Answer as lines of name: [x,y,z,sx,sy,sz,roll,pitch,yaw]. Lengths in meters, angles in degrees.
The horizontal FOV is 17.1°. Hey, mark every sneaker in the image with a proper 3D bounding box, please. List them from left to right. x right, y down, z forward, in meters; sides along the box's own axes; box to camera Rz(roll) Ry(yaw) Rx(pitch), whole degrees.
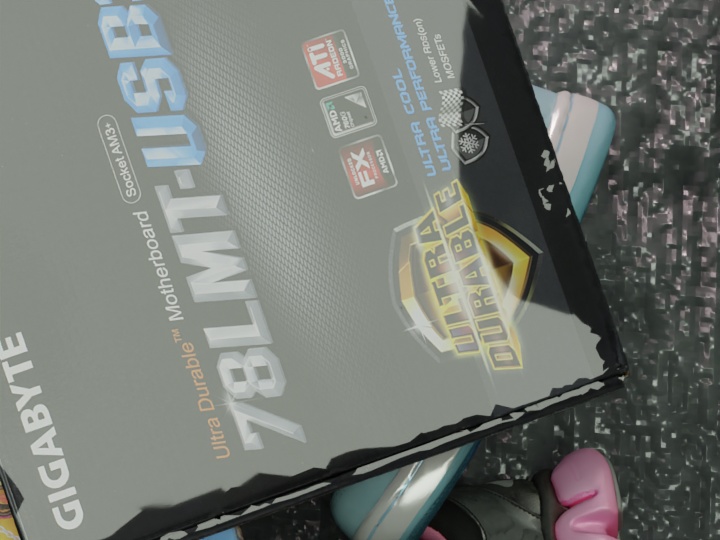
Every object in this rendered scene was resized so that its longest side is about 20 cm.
sneaker: [0.000,0.000,0.849,0.130,0.080,0.200,25,57,1]
sneaker: [0.052,0.158,0.825,0.095,0.079,0.200,-4,57,1]

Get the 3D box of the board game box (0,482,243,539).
board game box: [-0.154,0.063,0.820,0.200,0.097,0.160,-15,81,-8]

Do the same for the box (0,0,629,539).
box: [-0.040,-0.025,0.758,0.198,0.050,0.200,-18,90,-9]
